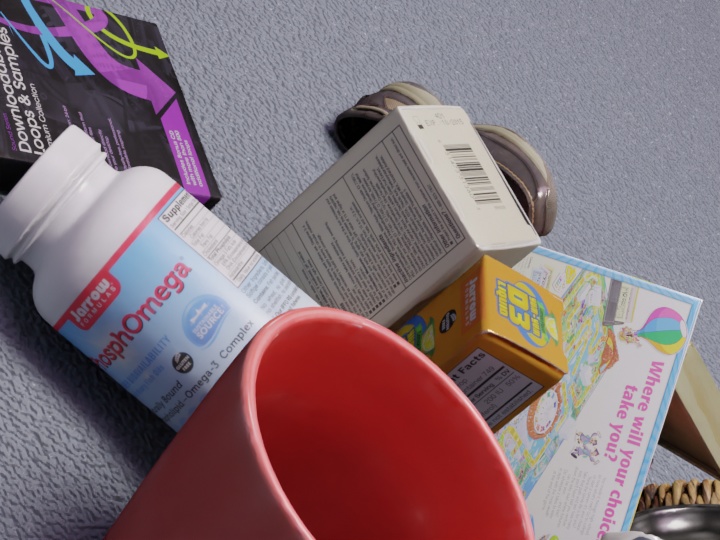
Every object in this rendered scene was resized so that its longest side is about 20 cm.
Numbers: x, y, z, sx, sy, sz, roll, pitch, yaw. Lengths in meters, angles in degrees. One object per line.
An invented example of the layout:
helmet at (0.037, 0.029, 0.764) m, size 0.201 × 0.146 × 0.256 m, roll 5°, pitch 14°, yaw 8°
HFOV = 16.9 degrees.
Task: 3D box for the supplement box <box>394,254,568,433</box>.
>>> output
supplement box at (0.032, 0.079, 1.407) m, size 0.069 × 0.200 × 0.067 m, roll 32°, pitch 36°, yaw -26°

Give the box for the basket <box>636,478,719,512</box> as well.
basket at (0.239, 0.246, 1.622) m, size 0.201 × 0.148 × 0.143 m, roll -80°, pitch 156°, yaw -51°

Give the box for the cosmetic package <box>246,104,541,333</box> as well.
cosmetic package at (0.000, 0.000, 1.450) m, size 0.071 × 0.200 × 0.106 m, roll -5°, pitch 62°, yaw -53°

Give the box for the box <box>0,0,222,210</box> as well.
box at (-0.186, -0.106, 1.487) m, size 0.199 × 0.036 × 0.144 m, roll 8°, pitch 51°, yaw -46°

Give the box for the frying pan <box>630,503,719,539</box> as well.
frying pan at (0.221, 0.161, 1.543) m, size 0.190 × 0.114 × 0.031 m, roll -51°, pitch 141°, yaw -77°

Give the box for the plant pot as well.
plant pot at (-0.037, 0.150, 1.272) m, size 0.200 × 0.177 × 0.201 m, roll 32°, pitch 35°, yaw -26°

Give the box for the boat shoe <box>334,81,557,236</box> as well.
boat shoe at (0.054, -0.066, 1.665) m, size 0.073 × 0.075 × 0.200 m, roll -20°, pitch 32°, yaw -31°

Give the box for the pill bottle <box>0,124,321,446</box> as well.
pill bottle at (-0.113, 0.013, 1.377) m, size 0.200 × 0.109 × 0.109 m, roll 40°, pitch 33°, yaw -4°

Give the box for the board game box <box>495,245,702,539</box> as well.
board game box at (0.114, 0.093, 1.479) m, size 0.134 × 0.201 × 0.034 m, roll 18°, pitch -3°, yaw 2°

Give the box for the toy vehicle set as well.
toy vehicle set at (0.165, 0.058, 1.611) m, size 0.200 × 0.027 × 0.124 m, roll 31°, pitch -19°, yaw 46°

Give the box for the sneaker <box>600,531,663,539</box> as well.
sneaker at (0.204, 0.253, 1.430) m, size 0.199 × 0.079 × 0.130 m, roll 33°, pitch 71°, yaw -22°
